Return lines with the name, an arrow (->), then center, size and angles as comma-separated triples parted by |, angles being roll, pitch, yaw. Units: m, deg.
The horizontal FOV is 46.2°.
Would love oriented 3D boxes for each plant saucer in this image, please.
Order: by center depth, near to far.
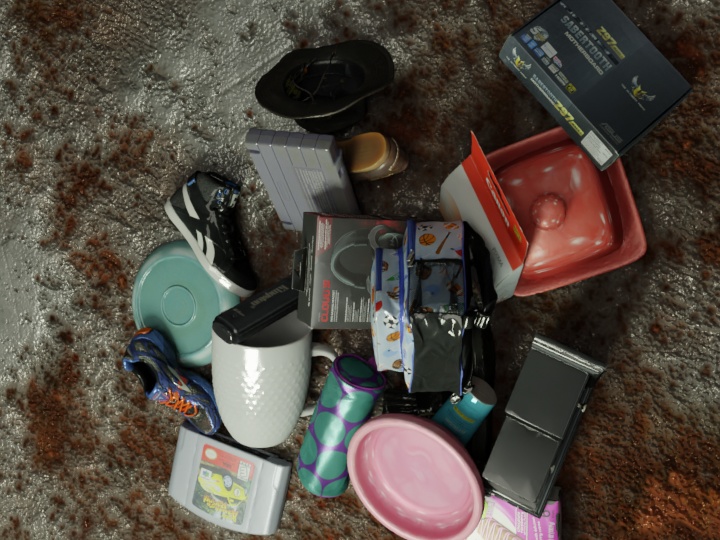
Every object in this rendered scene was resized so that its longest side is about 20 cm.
plant saucer -> 0.077, 0.271, 1.124 | 0.197, 0.051, 0.204 | 16, 123, 25
plant saucer -> -0.284, 0.056, 1.339 | 0.196, 0.027, 0.205 | 2, 97, 19

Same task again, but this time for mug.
mug -> -0.120, 0.159, 1.243 | 0.195, 0.148, 0.179 | 0, 112, -11

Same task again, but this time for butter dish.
butter dish -> 0.246, -0.077, 1.081 | 0.196, 0.147, 0.204 | -19, 90, 20

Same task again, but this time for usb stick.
usb stick -> -0.123, 0.046, 1.201 | 0.055, 0.199, 0.033 | 34, 133, 26

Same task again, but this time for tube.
tube -> 0.110, 0.229, 1.142 | 0.077, 0.050, 0.202 | 39, 119, 13

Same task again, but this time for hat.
hat -> -0.045, -0.241, 1.185 | 0.196, 0.203, 0.082 | 3, 134, 18

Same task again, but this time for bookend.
bookend -> 0.224, 0.201, 1.061 | 0.091, 0.200, 0.202 | 23, 82, 16

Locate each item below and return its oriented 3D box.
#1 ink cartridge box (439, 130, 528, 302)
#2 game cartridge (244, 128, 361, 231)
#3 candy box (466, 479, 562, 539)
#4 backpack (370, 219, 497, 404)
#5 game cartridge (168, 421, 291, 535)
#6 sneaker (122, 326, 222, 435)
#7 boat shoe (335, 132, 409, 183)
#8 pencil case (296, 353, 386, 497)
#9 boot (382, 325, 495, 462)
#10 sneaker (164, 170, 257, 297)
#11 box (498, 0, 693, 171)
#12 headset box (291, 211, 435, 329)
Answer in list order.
ink cartridge box -> 0.151, -0.057, 1.072 | 0.049, 0.200, 0.165 | -22, 71, -1
game cartridge -> -0.072, -0.119, 1.174 | 0.127, 0.201, 0.039 | 4, 59, 15
candy box -> 0.184, 0.371, 1.193 | 0.195, 0.061, 0.140 | 1, 95, 19
backpack -> 0.085, 0.036, 1.051 | 0.150, 0.193, 0.202 | 9, 143, 4
game cartridge -> -0.211, 0.335, 1.338 | 0.196, 0.041, 0.136 | 16, 104, 17
sneaker -> -0.297, 0.185, 1.315 | 0.200, 0.079, 0.075 | 45, 123, -3
boat shoe -> -0.022, -0.153, 1.203 | 0.197, 0.070, 0.072 | 5, 85, 39
pencil case -> -0.029, 0.224, 1.222 | 0.084, 0.092, 0.203 | 34, 117, 29
boot -> 0.107, 0.167, 1.189 | 0.154, 0.079, 0.216 | 4, 97, 18
sneaker -> -0.204, -0.066, 1.274 | 0.112, 0.073, 0.201 | -45, 80, 19
box -> 0.294, -0.248, 1.056 | 0.157, 0.051, 0.201 | -36, 82, -22
headset box -> 0.000, 0.000, 1.158 | 0.196, 0.077, 0.153 | 2, 97, -21
